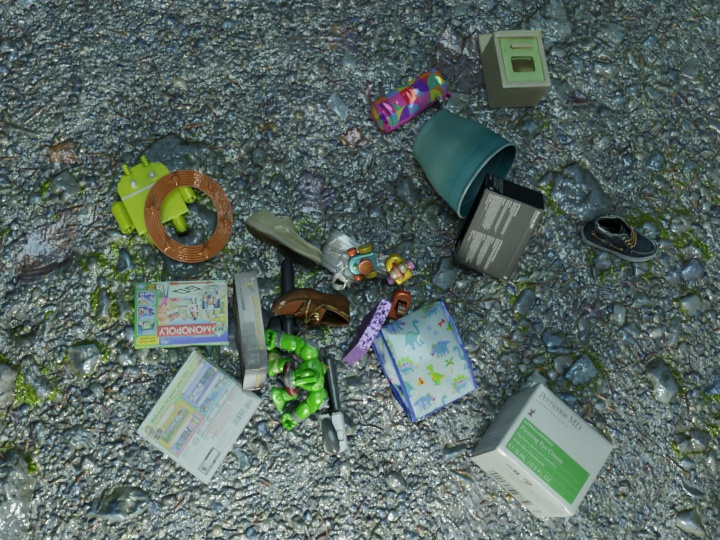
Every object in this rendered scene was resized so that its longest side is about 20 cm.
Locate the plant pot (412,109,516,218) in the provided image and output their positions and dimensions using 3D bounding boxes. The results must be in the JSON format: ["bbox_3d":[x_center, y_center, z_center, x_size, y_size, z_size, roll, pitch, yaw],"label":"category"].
[{"bbox_3d":[0.225,-0.260,1.693,0.199,0.201,0.188,-41,69,-17],"label":"plant pot"}]

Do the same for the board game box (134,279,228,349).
[{"bbox_3d":[-0.379,0.092,1.573,0.194,0.029,0.139,-2,73,-10],"label":"board game box"}]

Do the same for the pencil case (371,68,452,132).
[{"bbox_3d":[0.120,-0.407,1.770,0.197,0.089,0.090,-32,80,-14],"label":"pencil case"}]

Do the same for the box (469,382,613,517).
[{"bbox_3d":[0.366,0.373,1.520,0.198,0.201,0.172,39,70,5],"label":"box"}]

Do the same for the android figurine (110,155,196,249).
[{"bbox_3d":[-0.456,-0.155,1.627,0.179,0.041,0.204,-26,81,-15],"label":"android figurine"}]

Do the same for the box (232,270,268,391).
[{"bbox_3d":[-0.226,0.125,1.509,0.047,0.159,0.205,-5,68,-14],"label":"box"}]

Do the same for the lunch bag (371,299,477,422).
[{"bbox_3d":[0.136,0.195,1.573,0.166,0.128,0.204,-23,75,-15],"label":"lunch bag"}]

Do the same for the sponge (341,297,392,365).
[{"bbox_3d":[0.012,0.130,1.534,0.029,0.200,0.113,29,72,-1],"label":"sponge"}]

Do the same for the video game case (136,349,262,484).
[{"bbox_3d":[-0.330,0.298,1.525,0.180,0.022,0.202,34,72,2],"label":"video game case"}]

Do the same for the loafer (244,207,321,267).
[{"bbox_3d":[-0.162,-0.078,1.624,0.197,0.076,0.069,30,72,10],"label":"loafer"}]

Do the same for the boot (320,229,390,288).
[{"bbox_3d":[0.000,0.000,1.647,0.197,0.074,0.097,30,84,3],"label":"boot"}]

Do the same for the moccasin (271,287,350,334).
[{"bbox_3d":[-0.101,0.087,1.556,0.199,0.073,0.079,15,48,-48],"label":"moccasin"}]

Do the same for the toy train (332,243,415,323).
[{"bbox_3d":[0.042,0.032,1.595,0.196,0.056,0.153,23,106,-12],"label":"toy train"}]

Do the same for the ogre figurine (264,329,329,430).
[{"bbox_3d":[-0.128,0.219,1.514,0.117,0.098,0.207,-9,78,20],"label":"ogre figurine"}]

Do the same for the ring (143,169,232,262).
[{"bbox_3d":[-0.370,-0.120,1.608,0.195,0.019,0.207,6,78,-28],"label":"ring"}]

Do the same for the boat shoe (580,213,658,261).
[{"bbox_3d":[0.626,-0.077,1.749,0.194,0.091,0.073,13,72,-5],"label":"boat shoe"}]

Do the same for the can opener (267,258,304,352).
[{"bbox_3d":[-0.158,0.073,1.595,0.076,0.063,0.206,4,74,-10],"label":"can opener"}]

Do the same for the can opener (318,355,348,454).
[{"bbox_3d":[-0.063,0.279,1.548,0.052,0.067,0.206,-7,75,-11],"label":"can opener"}]

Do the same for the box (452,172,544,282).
[{"bbox_3d":[0.304,-0.093,1.644,0.138,0.203,0.080,20,36,-1],"label":"box"}]

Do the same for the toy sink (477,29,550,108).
[{"bbox_3d":[0.378,-0.520,1.827,0.126,0.112,0.206,-3,74,-10],"label":"toy sink"}]
